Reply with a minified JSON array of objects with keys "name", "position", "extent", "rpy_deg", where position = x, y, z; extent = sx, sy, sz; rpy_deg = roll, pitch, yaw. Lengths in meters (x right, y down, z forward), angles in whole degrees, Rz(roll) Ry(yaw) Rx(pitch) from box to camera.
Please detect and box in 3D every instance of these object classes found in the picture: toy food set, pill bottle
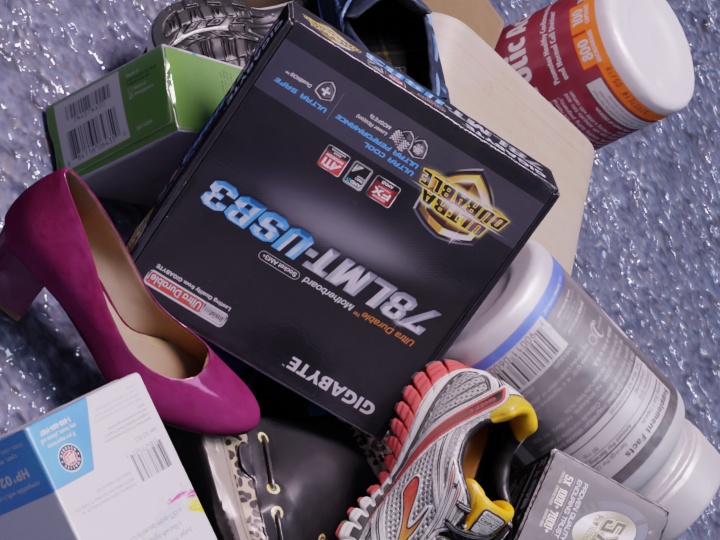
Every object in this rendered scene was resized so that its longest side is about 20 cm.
[{"name":"toy food set","position":[0.079,-0.061,1.746],"extent":[0.200,0.060,0.144],"rpy_deg":[39,52,-35]},{"name":"pill bottle","position":[0.139,-0.135,1.944],"extent":[0.114,0.200,0.114],"rpy_deg":[34,43,-39]},{"name":"pill bottle","position":[0.136,0.086,1.668],"extent":[0.200,0.114,0.114],"rpy_deg":[46,37,-19]}]

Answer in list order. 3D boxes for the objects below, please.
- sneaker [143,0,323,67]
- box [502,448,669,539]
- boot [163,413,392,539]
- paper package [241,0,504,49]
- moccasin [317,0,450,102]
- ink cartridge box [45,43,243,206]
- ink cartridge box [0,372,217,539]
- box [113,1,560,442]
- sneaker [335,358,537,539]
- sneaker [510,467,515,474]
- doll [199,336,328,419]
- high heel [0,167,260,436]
[{"name":"sneaker","position":[-0.055,-0.137,1.725],"extent":[0.200,0.079,0.074],"rpy_deg":[2,61,-25]},{"name":"box","position":[0.091,0.230,1.601],"extent":[0.086,0.164,0.200],"rpy_deg":[29,67,-8]},{"name":"boot","position":[-0.034,0.172,1.589],"extent":[0.150,0.073,0.200],"rpy_deg":[-3,65,-38]},{"name":"paper package","position":[-0.009,-0.184,1.855],"extent":[0.200,0.103,0.191],"rpy_deg":[51,37,-22]},{"name":"moccasin","position":[0.024,-0.156,1.663],"extent":[0.080,0.068,0.200],"rpy_deg":[-12,52,-15]},{"name":"ink cartridge box","position":[-0.095,-0.082,1.665],"extent":[0.200,0.104,0.059],"rpy_deg":[11,61,-52]},{"name":"ink cartridge box","position":[-0.137,0.172,1.472],"extent":[0.115,0.068,0.200],"rpy_deg":[-26,91,-57]},{"name":"box","position":[-0.016,-0.027,1.569],"extent":[0.200,0.199,0.050],"rpy_deg":[32,14,-14]},{"name":"sneaker","position":[0.042,0.152,1.546],"extent":[0.078,0.082,0.200],"rpy_deg":[29,79,-47]},{"name":"sneaker","position":[0.127,0.161,1.772],"extent":[0.076,0.088,0.201],"rpy_deg":[-20,94,-17]},{"name":"doll","position":[-0.060,0.071,1.667],"extent":[0.200,0.048,0.137],"rpy_deg":[54,42,-22]},{"name":"high heel","position":[-0.125,0.023,1.516],"extent":[0.200,0.096,0.068],"rpy_deg":[31,34,-20]}]
